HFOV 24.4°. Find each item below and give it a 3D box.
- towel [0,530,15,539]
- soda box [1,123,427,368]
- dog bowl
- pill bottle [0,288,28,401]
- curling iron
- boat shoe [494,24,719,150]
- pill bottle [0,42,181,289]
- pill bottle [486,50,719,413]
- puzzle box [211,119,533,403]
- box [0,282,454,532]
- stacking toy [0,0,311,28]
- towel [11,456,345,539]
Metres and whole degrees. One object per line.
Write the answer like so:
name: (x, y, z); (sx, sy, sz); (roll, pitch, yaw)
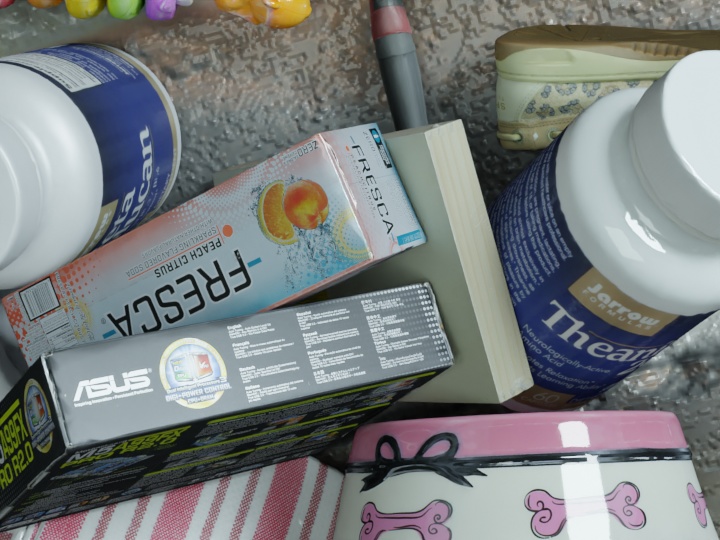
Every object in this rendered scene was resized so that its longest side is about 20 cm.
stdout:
towel: (-0.200, 0.196, 0.836); (0.145, 0.202, 0.030); (26, 147, -15)
soda box: (-0.072, 0.001, 0.792); (0.198, 0.068, 0.064); (-24, 88, 26)
dog bowl: (0.080, 0.112, 0.840); (0.197, 0.200, 0.075); (-5, 82, 13)
pill bottle: (-0.255, 0.099, 0.946); (0.199, 0.112, 0.113); (-35, 93, 17)
curling iron: (0.009, -0.126, 0.887); (0.049, 0.026, 0.202); (-11, 105, 36)
boat shoe: (0.165, -0.086, 0.840); (0.198, 0.073, 0.063); (8, 110, 22)
pill bottle: (-0.171, -0.053, 0.849); (0.110, 0.200, 0.113); (3, 103, 12)
pill bottle: (0.124, -0.016, 0.791); (0.111, 0.111, 0.200); (44, 144, 1)
puzzle box: (0.000, 0.000, 0.851); (0.199, 0.025, 0.135); (-4, 106, 55)
box: (-0.077, 0.067, 0.793); (0.160, 0.198, 0.045); (-41, 64, 55)
stacking toy: (-0.119, -0.170, 0.874); (0.198, 0.116, 0.111); (17, 108, -4)
towel: (-0.080, 0.148, 0.883); (0.199, 0.147, 0.030); (30, 144, -14)
